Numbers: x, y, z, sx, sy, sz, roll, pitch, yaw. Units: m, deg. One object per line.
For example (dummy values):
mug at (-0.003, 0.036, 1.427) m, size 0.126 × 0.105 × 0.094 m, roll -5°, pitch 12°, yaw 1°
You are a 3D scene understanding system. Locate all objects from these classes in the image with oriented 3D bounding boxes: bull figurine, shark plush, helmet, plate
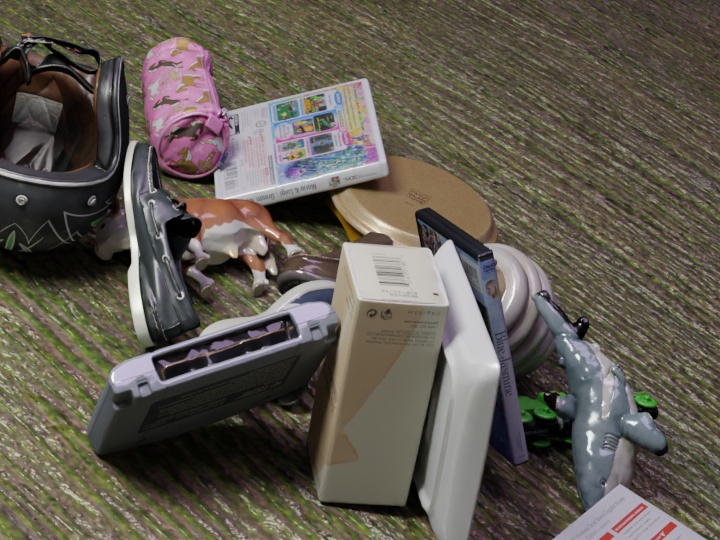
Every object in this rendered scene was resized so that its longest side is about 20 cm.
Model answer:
bull figurine at (-0.155, -0.029, 1.832) m, size 0.199 × 0.066 × 0.121 m, roll -9°, pitch 43°, yaw -39°
shark plush at (0.203, 0.112, 1.716) m, size 0.083 × 0.202 × 0.091 m, roll -16°, pitch 0°, yaw -23°
helmet at (-0.303, -0.113, 1.750) m, size 0.198 × 0.193 × 0.200 m, roll 10°, pitch -7°, yaw 1°
plate at (0.067, 0.108, 1.589) m, size 0.032 × 0.202 × 0.200 m, roll 1°, pitch 31°, yaw -12°

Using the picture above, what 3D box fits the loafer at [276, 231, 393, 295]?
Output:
loafer at (0.000, 0.000, 1.852) m, size 0.199 × 0.073 × 0.072 m, roll 6°, pitch 72°, yaw -41°

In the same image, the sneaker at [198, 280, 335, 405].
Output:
sneaker at (-0.062, 0.073, 1.708) m, size 0.084 × 0.075 × 0.199 m, roll 38°, pitch 39°, yaw 24°

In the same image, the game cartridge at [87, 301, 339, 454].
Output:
game cartridge at (-0.122, 0.089, 1.548) m, size 0.198 × 0.133 × 0.042 m, roll -17°, pitch 74°, yaw -26°

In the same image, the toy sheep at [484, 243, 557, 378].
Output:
toy sheep at (0.124, 0.041, 1.814) m, size 0.138 × 0.138 × 0.200 m, roll 41°, pitch 2°, yaw 35°

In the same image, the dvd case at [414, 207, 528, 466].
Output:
dvd case at (0.097, 0.056, 1.677) m, size 0.017 × 0.202 × 0.143 m, roll -18°, pitch 23°, yaw -15°

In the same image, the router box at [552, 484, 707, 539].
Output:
router box at (0.236, 0.273, 1.560) m, size 0.179 × 0.049 × 0.199 m, roll 32°, pitch 30°, yaw 22°

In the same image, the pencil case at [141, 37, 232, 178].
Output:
pencil case at (-0.189, -0.177, 2.050) m, size 0.085 × 0.084 × 0.201 m, roll 1°, pitch 30°, yaw -13°

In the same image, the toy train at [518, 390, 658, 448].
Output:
toy train at (0.197, 0.136, 1.794) m, size 0.198 × 0.042 × 0.056 m, roll -3°, pitch 25°, yaw -37°

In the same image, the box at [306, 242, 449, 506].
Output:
box at (0.012, 0.087, 1.576) m, size 0.077 × 0.202 × 0.095 m, roll 4°, pitch 29°, yaw -13°

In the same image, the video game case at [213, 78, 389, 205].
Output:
video game case at (-0.068, -0.134, 2.031) m, size 0.180 × 0.024 × 0.201 m, roll -13°, pitch 31°, yaw 1°

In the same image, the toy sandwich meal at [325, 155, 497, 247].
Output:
toy sandwich meal at (0.048, -0.052, 2.006) m, size 0.203 × 0.071 × 0.206 m, roll 14°, pitch 31°, yaw -9°

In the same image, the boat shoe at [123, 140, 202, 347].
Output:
boat shoe at (-0.175, -0.030, 1.723) m, size 0.065 × 0.075 × 0.201 m, roll -9°, pitch 59°, yaw 5°
